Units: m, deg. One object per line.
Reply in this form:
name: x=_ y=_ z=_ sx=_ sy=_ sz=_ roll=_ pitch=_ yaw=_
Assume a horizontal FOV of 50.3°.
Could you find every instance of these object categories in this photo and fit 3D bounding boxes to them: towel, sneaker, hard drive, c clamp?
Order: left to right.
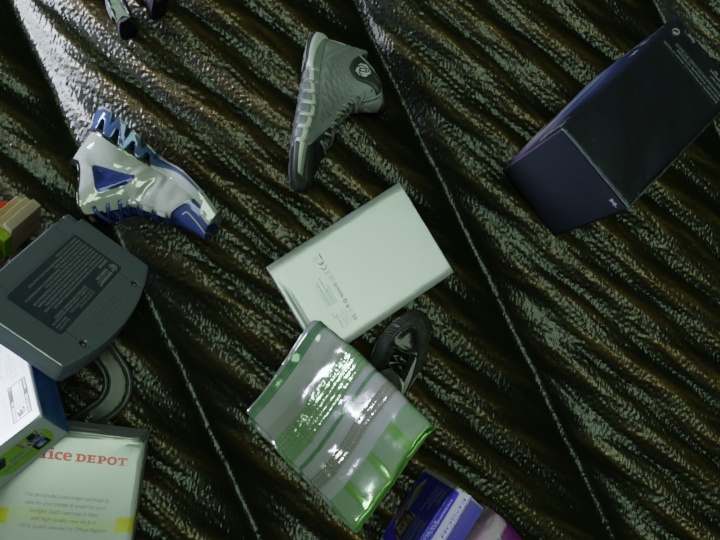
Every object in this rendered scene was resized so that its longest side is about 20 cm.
c clamp: x=-0.357 y=0.119 z=0.886 sx=0.199 sy=0.027 sz=0.172 roll=-40 pitch=96 yaw=-12
sneaker: x=-0.263 y=-0.086 z=0.900 sx=0.198 sy=0.081 sz=0.116 roll=39 pitch=83 yaw=4
towel: x=-0.030 y=0.167 z=0.857 sx=0.199 sy=0.031 sz=0.150 roll=38 pitch=94 yaw=34
sneaker: x=-0.024 y=-0.190 z=0.946 sx=0.113 sy=0.075 sz=0.204 roll=9 pitch=81 yaw=-10
hard drive: x=0.000 y=0.000 z=0.951 sx=0.198 sy=0.027 sz=0.133 roll=-33 pitch=89 yaw=-10
sneaker: x=0.030 y=0.135 z=0.908 sx=0.066 sy=0.090 sz=0.202 roll=36 pitch=80 yaw=-4

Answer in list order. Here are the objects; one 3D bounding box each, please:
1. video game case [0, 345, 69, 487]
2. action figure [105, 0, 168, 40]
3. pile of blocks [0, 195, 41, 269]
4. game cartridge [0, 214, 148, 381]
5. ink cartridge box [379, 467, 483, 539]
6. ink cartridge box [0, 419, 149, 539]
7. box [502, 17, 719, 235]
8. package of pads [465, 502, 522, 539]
video game case: x=-0.401 y=0.146 z=0.790 sx=0.180 sy=0.046 sz=0.201 roll=-37 pitch=46 yaw=-2
action figure: x=-0.309 y=-0.388 z=0.927 sx=0.129 sy=0.069 sz=0.202 roll=-32 pitch=86 yaw=-6
pile of blocks: x=-0.444 y=-0.013 z=0.855 sx=0.062 sy=0.082 sz=0.201 roll=38 pitch=80 yaw=-3
game cartridge: x=-0.314 y=0.027 z=0.827 sx=0.132 sy=0.201 sz=0.041 roll=33 pitch=122 yaw=-7
ink cartridge box: x=0.055 y=0.323 z=0.835 sx=0.043 sy=0.200 sz=0.200 roll=35 pitch=80 yaw=-3
ink cartridge box: x=-0.315 y=0.270 z=0.833 sx=0.142 sy=0.083 sz=0.205 roll=9 pitch=87 yaw=-11
box: x=0.303 y=-0.164 z=0.928 sx=0.198 sy=0.200 sz=0.123 roll=-44 pitch=92 yaw=-11
package of pads: x=0.122 y=0.391 z=0.902 sx=0.200 sy=0.076 sz=0.121 roll=-42 pitch=94 yaw=-11
